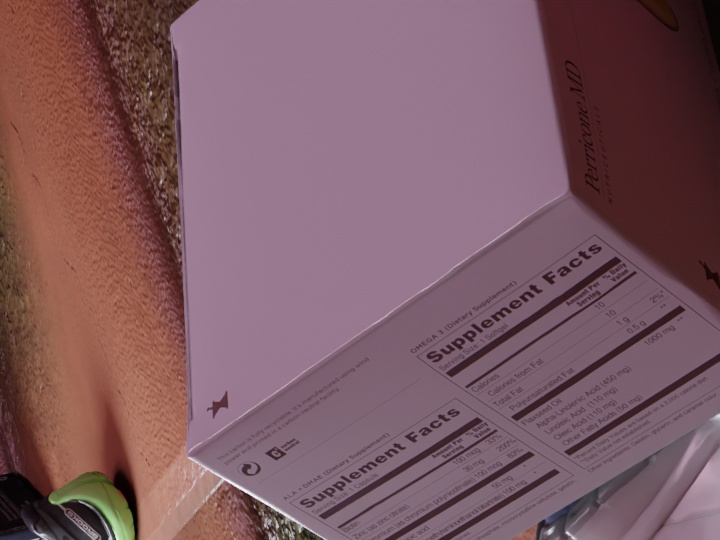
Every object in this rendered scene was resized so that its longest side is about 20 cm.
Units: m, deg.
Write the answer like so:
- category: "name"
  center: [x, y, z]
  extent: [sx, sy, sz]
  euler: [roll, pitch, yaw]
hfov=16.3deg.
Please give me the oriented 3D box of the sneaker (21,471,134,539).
- category: "sneaker"
  center: [-0.194, 0.225, 1.668]
  extent: [0.077, 0.084, 0.201]
  euler: [-139, 42, -56]

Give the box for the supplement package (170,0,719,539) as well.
- category: "supplement package"
  center: [0.031, -0.030, 0.813]
  extent: [0.156, 0.111, 0.200]
  euler: [-35, 40, 27]

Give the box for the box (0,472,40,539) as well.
- category: "box"
  center: [-0.318, 0.275, 1.839]
  extent: [0.123, 0.198, 0.201]
  euler: [27, 126, 61]

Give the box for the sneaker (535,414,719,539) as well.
- category: "sneaker"
  center: [0.140, 0.047, 0.816]
  extent: [0.200, 0.087, 0.075]
  euler: [-47, 17, 44]
